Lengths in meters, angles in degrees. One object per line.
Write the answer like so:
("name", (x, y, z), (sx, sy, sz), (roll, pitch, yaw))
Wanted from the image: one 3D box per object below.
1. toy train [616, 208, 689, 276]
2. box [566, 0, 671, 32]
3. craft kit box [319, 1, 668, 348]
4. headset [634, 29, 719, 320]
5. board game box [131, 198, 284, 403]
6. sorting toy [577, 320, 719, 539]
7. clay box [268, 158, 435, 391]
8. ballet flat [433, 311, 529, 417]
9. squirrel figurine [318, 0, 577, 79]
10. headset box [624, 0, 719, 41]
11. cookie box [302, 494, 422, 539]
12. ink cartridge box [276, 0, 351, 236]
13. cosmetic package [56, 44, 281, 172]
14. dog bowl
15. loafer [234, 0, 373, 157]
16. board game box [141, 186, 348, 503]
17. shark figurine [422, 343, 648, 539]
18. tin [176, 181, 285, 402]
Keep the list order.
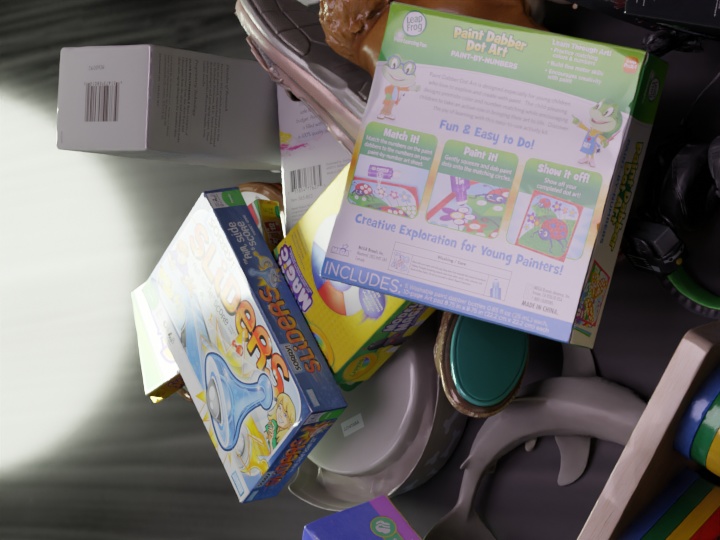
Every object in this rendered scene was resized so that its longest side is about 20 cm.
("toy train", (0.169, -0.026, 1.607), (0.034, 0.046, 0.200), (-43, 22, -11))
("box", (0.182, -0.236, 1.543), (0.038, 0.200, 0.137), (-13, 79, 33))
("craft kit box", (0.087, -0.066, 1.546), (0.200, 0.049, 0.198), (16, 93, 31))
("headset", (0.234, -0.065, 1.556), (0.123, 0.094, 0.200), (-9, 91, 41))
("board game box", (-0.125, 0.028, 1.854), (0.200, 0.030, 0.096), (-36, 56, 45))
("sorting toy", (0.227, 0.131, 1.487), (0.070, 0.199, 0.200), (32, 109, 22))
("clay box", (0.000, 0.000, 1.685), (0.200, 0.048, 0.115), (-47, 59, 45))
("ballet flat", (0.086, 0.038, 1.662), (0.065, 0.070, 0.200), (-47, 19, 45))
("squirrel figurine", (0.077, -0.207, 1.666), (0.200, 0.142, 0.187), (39, 105, 18))
("headset box", (0.301, -0.180, 1.452), (0.200, 0.174, 0.093), (15, 96, 40))
("cookie box", (0.022, 0.292, 1.678), (0.171, 0.075, 0.200), (50, 147, 32))
("ink cartridge box", (-0.001, -0.122, 1.788), (0.115, 0.068, 0.200), (-9, 81, 39))
("cosmetic package", (-0.130, -0.125, 1.815), (0.108, 0.200, 0.085), (2, 90, 40))
("dog bowl", (0.002, 0.085, 1.776), (0.200, 0.059, 0.200), (-3, 85, 42))
("loafer", (-0.032, -0.138, 1.728), (0.200, 0.072, 0.063), (43, 123, 28))
("board game box", (-0.091, 0.056, 1.752), (0.200, 0.034, 0.135), (62, 140, 24))
("shark figurine", (0.107, 0.120, 1.663), (0.214, 0.089, 0.128), (-39, 61, 31))
("tin", (-0.102, 0.019, 1.890), (0.112, 0.042, 0.200), (44, 115, 39))
